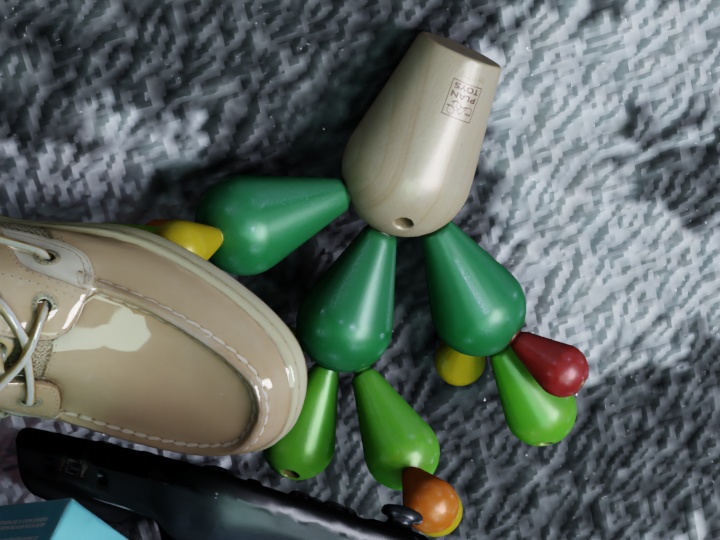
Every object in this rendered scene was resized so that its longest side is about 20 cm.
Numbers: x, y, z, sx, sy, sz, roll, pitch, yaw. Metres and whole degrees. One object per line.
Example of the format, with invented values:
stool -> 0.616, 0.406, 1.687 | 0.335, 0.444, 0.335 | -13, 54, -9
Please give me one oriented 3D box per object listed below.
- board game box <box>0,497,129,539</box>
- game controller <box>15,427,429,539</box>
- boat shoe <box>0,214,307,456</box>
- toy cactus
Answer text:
board game box -> -0.081, 0.156, 0.814 | 0.200, 0.047, 0.151 | 40, 149, -28
game controller -> -0.048, 0.078, 0.753 | 0.104, 0.200, 0.042 | 30, 78, -21
boat shoe -> -0.116, 0.019, 0.721 | 0.199, 0.065, 0.071 | 18, 117, 11
toy cactus -> 0.000, 0.000, 0.779 | 0.199, 0.102, 0.165 | 21, 103, -11
